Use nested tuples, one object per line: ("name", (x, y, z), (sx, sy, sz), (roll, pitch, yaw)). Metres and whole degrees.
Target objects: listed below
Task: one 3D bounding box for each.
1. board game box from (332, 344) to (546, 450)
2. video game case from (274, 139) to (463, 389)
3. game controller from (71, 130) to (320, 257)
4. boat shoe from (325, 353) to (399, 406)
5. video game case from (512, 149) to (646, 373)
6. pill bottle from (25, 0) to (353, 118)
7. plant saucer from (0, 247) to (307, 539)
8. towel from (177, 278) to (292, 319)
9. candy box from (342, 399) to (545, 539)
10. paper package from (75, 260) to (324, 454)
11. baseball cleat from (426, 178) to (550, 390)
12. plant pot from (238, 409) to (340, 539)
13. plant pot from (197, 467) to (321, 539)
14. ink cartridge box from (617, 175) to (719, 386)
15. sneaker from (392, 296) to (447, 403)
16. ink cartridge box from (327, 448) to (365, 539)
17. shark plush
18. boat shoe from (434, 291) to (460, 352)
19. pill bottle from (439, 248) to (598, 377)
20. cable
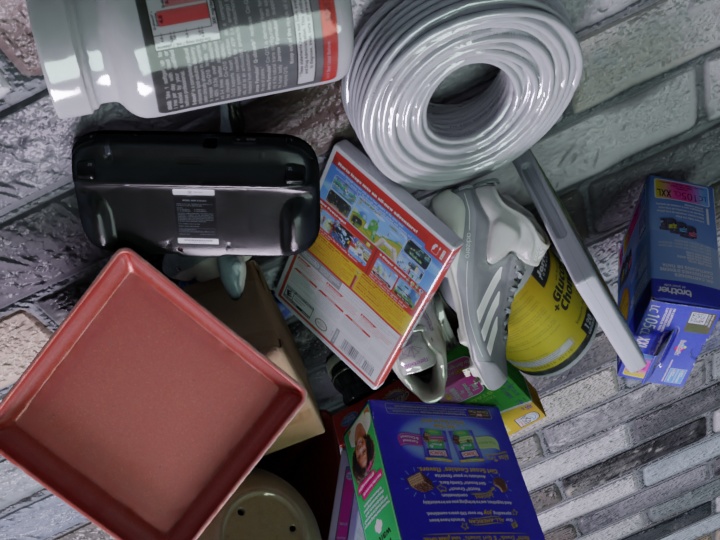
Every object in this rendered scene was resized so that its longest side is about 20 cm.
("board game box", (0.090, 0.164, 1.107), (0.198, 0.041, 0.153), (-31, 138, 16))
("video game case", (0.000, 0.000, 0.901), (0.017, 0.143, 0.201), (-33, 158, -43))
("game controller", (-0.130, -0.059, 0.783), (0.196, 0.042, 0.106), (2, 130, 2))
("boat shoe", (0.037, 0.152, 1.158), (0.074, 0.067, 0.199), (-33, 142, 17))
("video game case", (0.204, -0.017, 0.934), (0.022, 0.184, 0.200), (-28, 143, 13))
("pill bottle", (-0.111, -0.166, 0.650), (0.196, 0.117, 0.117), (-13, 143, -11))
("plant saucer", (-0.178, 0.116, 0.826), (0.199, 0.037, 0.201), (39, 94, -10))
("towel", (-0.170, 0.082, 1.006), (0.145, 0.024, 0.200), (17, 129, -41))
("candy box", (0.086, 0.238, 1.001), (0.166, 0.202, 0.078), (7, 135, -25))
("paper package", (-0.155, 0.111, 0.944), (0.197, 0.104, 0.192), (-22, 144, -2))
("baseball cleat", (0.125, 0.016, 0.881), (0.105, 0.070, 0.203), (-15, 118, 10))
("plant pot", (-0.135, 0.296, 1.160), (0.197, 0.203, 0.176), (0, 153, -27))
("plant pot", (-0.117, 0.281, 0.985), (0.197, 0.204, 0.135), (0, 154, -26))
("ink cartridge box", (0.316, 0.023, 1.019), (0.075, 0.202, 0.138), (8, 140, 3))
("sneaker", (0.048, 0.040, 0.969), (0.074, 0.100, 0.202), (-21, 118, 5))
("ink cartridge box", (-0.008, 0.303, 1.053), (0.036, 0.203, 0.095), (-2, 148, 15))
("shark plush", (-0.123, -0.058, 0.826), (0.082, 0.092, 0.201), (16, 142, 1))
("boat shoe", (0.111, 0.085, 1.115), (0.069, 0.072, 0.200), (-28, 136, 15))
("pill bottle", (0.148, 0.014, 0.992), (0.111, 0.113, 0.200), (-35, 128, 18))
("cable", (0.084, -0.152, 0.803), (0.197, 0.070, 0.201), (-18, 143, -6))
